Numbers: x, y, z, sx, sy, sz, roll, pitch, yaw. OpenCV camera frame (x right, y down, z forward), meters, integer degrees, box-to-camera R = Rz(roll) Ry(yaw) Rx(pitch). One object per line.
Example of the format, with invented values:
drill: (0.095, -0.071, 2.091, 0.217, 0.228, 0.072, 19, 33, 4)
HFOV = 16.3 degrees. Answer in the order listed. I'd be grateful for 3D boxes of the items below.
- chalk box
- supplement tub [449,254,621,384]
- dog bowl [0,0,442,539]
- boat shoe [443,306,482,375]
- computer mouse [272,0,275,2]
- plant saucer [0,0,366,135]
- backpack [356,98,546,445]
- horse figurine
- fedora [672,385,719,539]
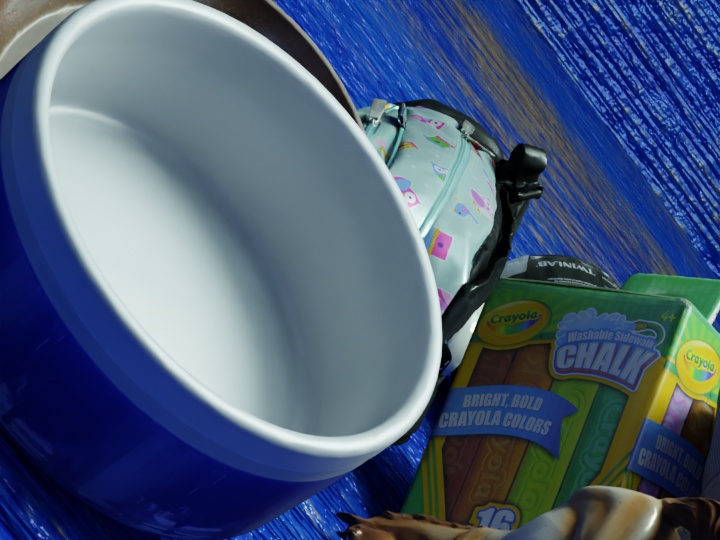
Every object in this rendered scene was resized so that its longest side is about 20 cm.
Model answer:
chalk box: (0.123, 0.084, 1.263, 0.124, 0.124, 0.201, 43, 61, -44)
supplement tub: (0.119, 0.084, 1.480, 0.123, 0.122, 0.200, 50, 14, -23)
dog bowl: (-0.066, -0.002, 0.959, 0.200, 0.079, 0.201, 31, 39, -30)
boat shoe: (0.030, 0.001, 1.516, 0.071, 0.070, 0.201, 40, 13, -18)
computer mouse: (-0.122, -0.188, 1.310, 0.200, 0.046, 0.140, 36, 1, 34)
plant saucer: (-0.084, -0.048, 1.077, 0.200, 0.034, 0.201, 17, 55, -26)
backpack: (0.000, 0.000, 1.223, 0.126, 0.167, 0.200, 30, 16, -1)
horse figurine: (0.084, 0.137, 1.099, 0.133, 0.199, 0.050, -87, 155, -56)
fedora: (0.222, 0.087, 1.187, 0.200, 0.177, 0.091, 24, 47, -46)
